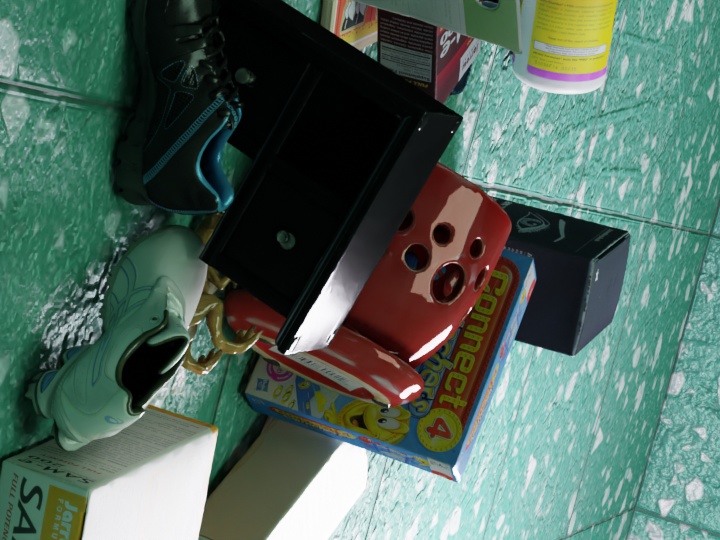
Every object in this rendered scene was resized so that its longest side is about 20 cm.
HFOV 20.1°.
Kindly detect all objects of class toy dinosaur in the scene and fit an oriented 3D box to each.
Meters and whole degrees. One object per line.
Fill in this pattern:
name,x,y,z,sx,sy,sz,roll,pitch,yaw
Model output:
toy dinosaur,-0.137,0.039,1.535,0.106,0.060,0.201,48,53,-29

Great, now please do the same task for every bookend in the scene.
bookend,-0.066,-0.079,1.461,0.199,0.200,0.092,-59,163,12

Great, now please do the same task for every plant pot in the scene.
plant pot,0.000,0.000,1.646,0.183,0.200,0.200,-65,159,-12

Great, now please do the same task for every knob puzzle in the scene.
knob puzzle,0.023,-0.286,1.729,0.220,0.030,0.221,17,90,-70

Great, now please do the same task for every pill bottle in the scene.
pill bottle,0.223,-0.296,2.154,0.104,0.104,0.201,-43,144,-55

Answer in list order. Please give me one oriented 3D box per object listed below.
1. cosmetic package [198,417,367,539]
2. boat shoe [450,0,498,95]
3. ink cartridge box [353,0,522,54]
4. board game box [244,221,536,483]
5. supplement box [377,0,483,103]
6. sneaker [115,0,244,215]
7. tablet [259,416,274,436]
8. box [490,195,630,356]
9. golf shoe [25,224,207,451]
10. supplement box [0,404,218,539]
cosmetic package,-0.071,0.206,1.777,0.200,0.073,0.104,-48,148,-42
boat shoe,0.104,-0.256,1.915,0.084,0.068,0.201,-45,146,-54
ink cartridge box,0.039,-0.254,1.542,0.048,0.199,0.146,-58,155,-31
board game box,0.028,0.056,1.758,0.056,0.195,0.201,69,41,-69
supplement box,0.061,-0.248,1.725,0.109,0.061,0.201,-55,155,-43
sneaker,-0.113,-0.135,1.398,0.073,0.082,0.201,-31,133,-58
tablet,-0.039,0.095,1.887,0.130,0.014,0.201,62,47,-63
box,0.156,-0.002,2.060,0.148,0.199,0.105,-27,131,-64
golf shoe,-0.142,0.044,1.416,0.078,0.097,0.200,53,47,-30
supplement box,-0.186,0.180,1.460,0.200,0.073,0.127,-20,124,-67
